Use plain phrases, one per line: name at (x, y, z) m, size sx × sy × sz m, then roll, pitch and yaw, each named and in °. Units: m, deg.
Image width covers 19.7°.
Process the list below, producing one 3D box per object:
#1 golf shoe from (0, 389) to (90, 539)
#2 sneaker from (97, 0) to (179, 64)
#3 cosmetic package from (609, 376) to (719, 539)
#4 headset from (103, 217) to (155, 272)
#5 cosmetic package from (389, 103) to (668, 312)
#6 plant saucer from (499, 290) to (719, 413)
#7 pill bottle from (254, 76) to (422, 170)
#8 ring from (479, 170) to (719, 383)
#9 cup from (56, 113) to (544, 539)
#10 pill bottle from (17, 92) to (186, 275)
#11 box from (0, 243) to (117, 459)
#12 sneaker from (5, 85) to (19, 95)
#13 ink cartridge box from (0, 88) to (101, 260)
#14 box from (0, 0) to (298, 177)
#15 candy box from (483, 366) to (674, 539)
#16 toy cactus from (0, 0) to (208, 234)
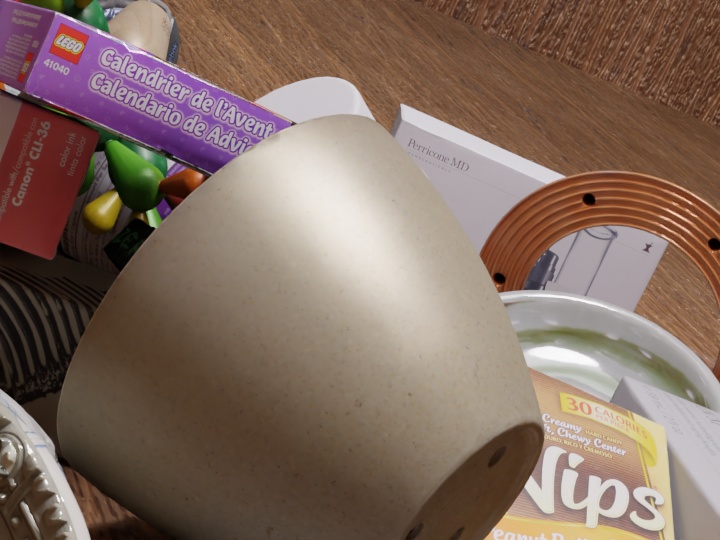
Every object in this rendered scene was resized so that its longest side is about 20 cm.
golf shoe at (-0.147, 0.084, 0.856) m, size 0.097 × 0.079 × 0.200 m, roll 19°, pitch 15°, yaw -45°
sneaker at (-0.208, -0.144, 1.222) m, size 0.199 × 0.075 × 0.087 m, roll 16°, pitch -5°, yaw -33°
cosmetic package at (0.219, 0.172, 1.060) m, size 0.199 × 0.124 × 0.200 m, roll 22°, pitch 14°, yaw -16°
headset at (-0.046, 0.045, 1.053) m, size 0.200 × 0.094 × 0.123 m, roll 51°, pitch -7°, yaw -19°
cosmetic package at (0.086, -0.002, 1.396) m, size 0.199 × 0.152 × 0.052 m, roll 23°, pitch 14°, yaw -7°
plant saucer at (0.122, 0.094, 1.233) m, size 0.198 × 0.050 × 0.201 m, roll 7°, pitch 41°, yaw -6°
pill bottle at (0.000, 0.000, 1.132) m, size 0.201 × 0.114 × 0.114 m, roll 61°, pitch -8°, yaw -33°
ring at (0.165, 0.032, 1.308) m, size 0.199 × 0.201 × 0.019 m, roll 27°, pitch 26°, yaw 9°
cup at (-0.007, 0.056, 0.874) m, size 0.143 × 0.201 × 0.200 m, roll 41°, pitch 19°, yaw 24°
pill bottle at (-0.124, -0.039, 1.251) m, size 0.199 × 0.112 × 0.111 m, roll 31°, pitch 15°, yaw 22°
box at (-0.211, 0.017, 0.966) m, size 0.199 × 0.083 × 0.068 m, roll 18°, pitch 16°, yaw -22°
sneaker at (-0.204, -0.081, 1.391) m, size 0.199 × 0.071 × 0.082 m, roll 23°, pitch 31°, yaw 3°
ink cartridge box at (-0.229, -0.075, 0.963) m, size 0.199 × 0.068 × 0.116 m, roll 21°, pitch 2°, yaw -16°
box at (-0.107, -0.081, 0.967) m, size 0.136 × 0.039 × 0.200 m, roll 23°, pitch 1°, yaw -22°
candy box at (0.086, 0.135, 0.957) m, size 0.115 × 0.055 × 0.201 m, roll 24°, pitch 37°, yaw -14°
toy cactus at (-0.134, -0.101, 1.139) m, size 0.201 × 0.102 × 0.166 m, roll 57°, pitch 28°, yaw -27°
